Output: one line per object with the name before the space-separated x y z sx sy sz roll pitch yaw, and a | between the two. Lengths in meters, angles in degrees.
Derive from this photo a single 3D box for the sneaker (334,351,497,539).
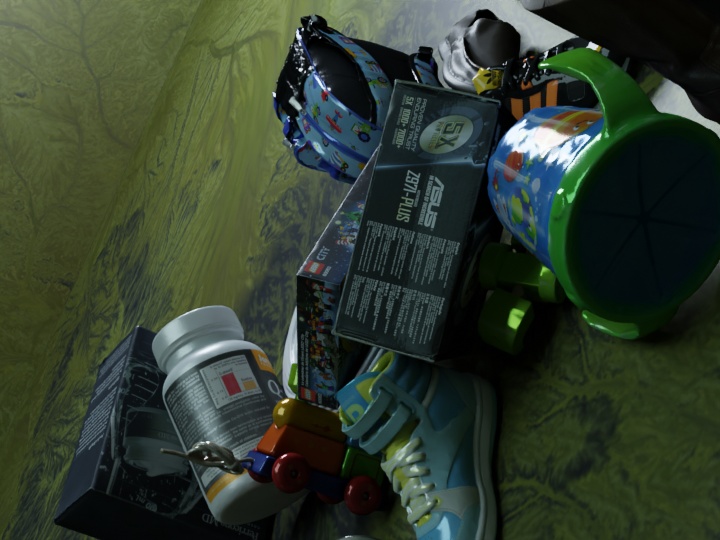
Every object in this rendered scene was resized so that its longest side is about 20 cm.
sneaker | 0.034 0.149 0.940 0.080 0.130 0.200 -44 30 41

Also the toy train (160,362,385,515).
toy train | -0.062 0.132 1.083 0.085 0.199 0.116 -5 65 66

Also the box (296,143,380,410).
box | 0.000 0.000 1.053 0.200 0.038 0.137 -60 -21 -47

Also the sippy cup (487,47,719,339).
sippy cup | 0.155 -0.050 0.827 0.130 0.139 0.178 37 111 58

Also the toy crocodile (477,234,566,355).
toy crocodile | 0.144 -0.030 0.983 0.067 0.062 0.201 10 69 28

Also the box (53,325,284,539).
box | -0.196 0.198 1.339 0.124 0.200 0.197 -40 32 49

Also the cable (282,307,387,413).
cable | -0.013 0.054 1.242 0.200 0.069 0.201 -24 46 60

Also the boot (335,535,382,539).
boot | -0.026 0.320 0.979 0.154 0.073 0.204 -95 29 -49

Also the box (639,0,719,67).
box | 0.230 -0.272 0.945 0.149 0.124 0.200 -50 26 38

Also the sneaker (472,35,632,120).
sneaker | 0.145 -0.153 1.063 0.200 0.090 0.070 -41 31 48

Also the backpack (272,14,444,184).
backpack | 0.014 -0.151 1.275 0.135 0.182 0.200 -64 31 27

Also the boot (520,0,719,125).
boot | 0.206 -0.143 0.749 0.064 0.200 0.186 -64 22 -8

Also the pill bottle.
pill bottle | -0.130 0.143 1.249 0.116 0.116 0.200 -48 58 37

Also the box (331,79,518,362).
box | 0.060 -0.036 0.995 0.164 0.086 0.201 8 -84 -75

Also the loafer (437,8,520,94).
loafer | 0.121 -0.211 1.208 0.071 0.073 0.200 -59 21 20
